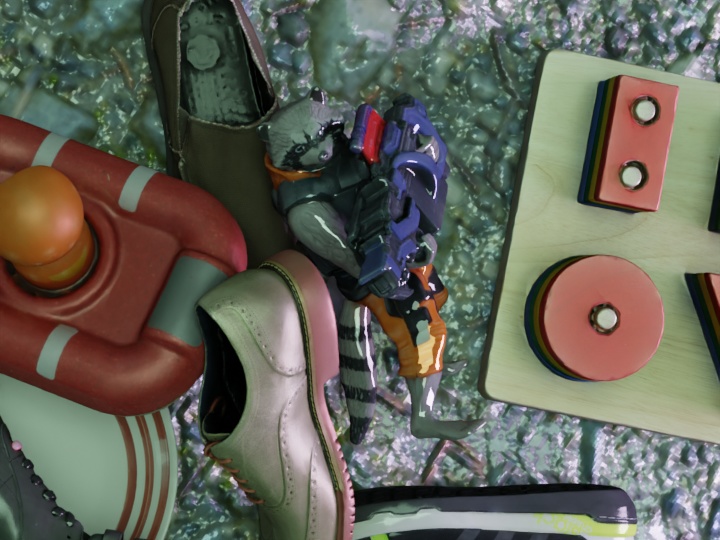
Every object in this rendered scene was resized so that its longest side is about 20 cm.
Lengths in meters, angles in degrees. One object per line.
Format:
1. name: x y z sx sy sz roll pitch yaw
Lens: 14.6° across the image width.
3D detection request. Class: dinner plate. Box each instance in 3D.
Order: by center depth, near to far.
1. dinner plate: -0.196 0.109 1.493 0.199 0.024 0.201 0 73 1

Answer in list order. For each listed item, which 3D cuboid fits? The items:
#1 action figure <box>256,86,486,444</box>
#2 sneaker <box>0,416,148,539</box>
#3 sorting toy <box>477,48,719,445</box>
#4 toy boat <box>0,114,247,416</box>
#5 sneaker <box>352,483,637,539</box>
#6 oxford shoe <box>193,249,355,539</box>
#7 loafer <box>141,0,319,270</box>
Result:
1. action figure: 0.000 0.000 1.460 0.104 0.200 0.194 -20 106 17
2. sneaker: -0.156 0.132 1.443 0.099 0.071 0.201 -13 79 -6
3. sorting toy: 0.184 -0.008 1.556 0.199 0.070 0.200 11 87 -10
4. toy boat: -0.163 -0.015 1.447 0.199 0.131 0.131 20 73 13
5. sneaker: 0.062 0.161 1.532 0.199 0.072 0.083 0 91 -9
6. oxford shoe: -0.053 0.091 1.452 0.075 0.070 0.201 -19 112 -31
7. loafer: -0.072 -0.065 1.513 0.073 0.071 0.201 -20 92 -9
